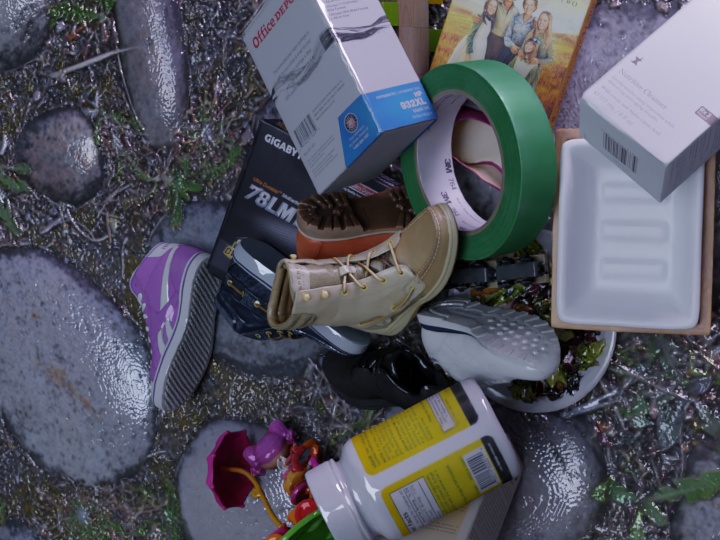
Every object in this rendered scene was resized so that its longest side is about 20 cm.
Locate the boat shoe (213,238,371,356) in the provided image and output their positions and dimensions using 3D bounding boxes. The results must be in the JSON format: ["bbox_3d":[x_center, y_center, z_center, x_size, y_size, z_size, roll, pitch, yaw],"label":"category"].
[{"bbox_3d":[-0.077,0.054,1.723,0.200,0.071,0.091,39,117,26],"label":"boat shoe"}]

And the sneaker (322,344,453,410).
[{"bbox_3d":[0.034,0.113,1.680,0.200,0.076,0.091,16,147,38],"label":"sneaker"}]

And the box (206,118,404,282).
[{"bbox_3d":[-0.062,-0.046,1.764,0.200,0.050,0.199,30,111,24],"label":"box"}]

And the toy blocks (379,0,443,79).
[{"bbox_3d":[0.007,-0.263,1.683,0.137,0.100,0.200,4,98,42],"label":"toy blocks"}]

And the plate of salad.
[{"bbox_3d":[0.175,0.054,1.633,0.200,0.048,0.200,3,97,30],"label":"plate of salad"}]

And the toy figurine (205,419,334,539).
[{"bbox_3d":[-0.094,0.246,1.782,0.200,0.150,0.184,-47,61,3],"label":"toy figurine"}]

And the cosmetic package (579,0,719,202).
[{"bbox_3d":[0.314,-0.174,1.447,0.200,0.081,0.113,-43,69,-12],"label":"cosmetic package"}]

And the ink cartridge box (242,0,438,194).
[{"bbox_3d":[-0.025,-0.204,1.610,0.145,0.084,0.200,-41,71,53],"label":"ink cartridge box"}]

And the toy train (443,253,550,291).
[{"bbox_3d":[0.127,0.005,1.610,0.200,0.046,0.034,-6,86,50],"label":"toy train"}]

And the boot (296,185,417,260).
[{"bbox_3d":[0.025,-0.030,1.668,0.075,0.200,0.107,-106,19,-47],"label":"boot"}]

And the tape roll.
[{"bbox_3d":[0.117,-0.112,1.560,0.200,0.048,0.201,22,117,53],"label":"tape roll"}]

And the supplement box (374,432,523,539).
[{"bbox_3d":[0.079,0.264,1.631,0.126,0.200,0.074,6,142,30],"label":"supplement box"}]

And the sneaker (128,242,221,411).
[{"bbox_3d":[-0.238,0.064,1.873,0.114,0.073,0.201,17,94,32],"label":"sneaker"}]

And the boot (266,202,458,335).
[{"bbox_3d":[0.000,0.000,1.580,0.200,0.155,0.073,-53,43,48],"label":"boot"}]

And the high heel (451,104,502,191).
[{"bbox_3d":[0.127,-0.122,1.613,0.200,0.096,0.067,37,112,22],"label":"high heel"}]

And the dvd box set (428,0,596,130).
[{"bbox_3d":[0.163,-0.260,1.604,0.146,0.029,0.200,23,107,17],"label":"dvd box set"}]

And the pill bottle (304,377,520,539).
[{"bbox_3d":[0.052,0.202,1.565,0.200,0.114,0.114,-27,80,-1],"label":"pill bottle"}]

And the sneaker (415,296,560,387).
[{"bbox_3d":[0.138,0.086,1.595,0.200,0.076,0.081,21,123,54],"label":"sneaker"}]

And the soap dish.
[{"bbox_3d":[0.272,-0.040,1.529,0.157,0.081,0.200,2,96,16],"label":"soap dish"}]
